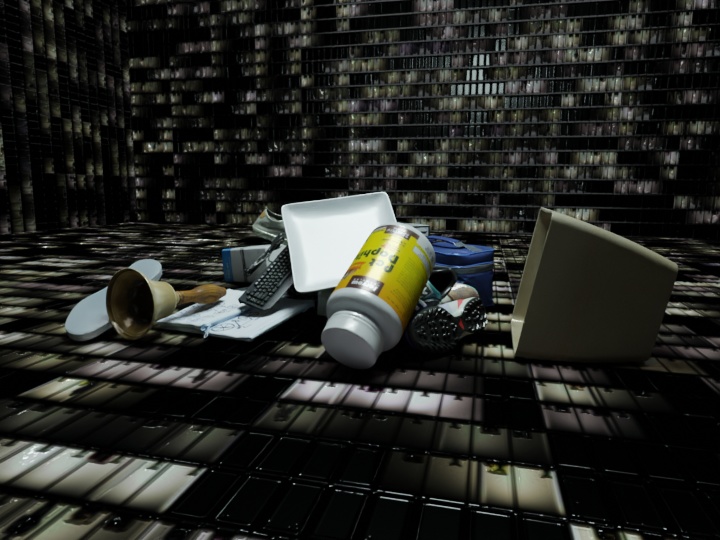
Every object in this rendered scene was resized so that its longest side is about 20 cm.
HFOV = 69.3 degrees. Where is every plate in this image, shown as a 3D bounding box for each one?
[{"bbox_3d":[-0.027,-0.047,0.898,0.197,0.032,0.201,-8,52,-10],"label":"plate"}]

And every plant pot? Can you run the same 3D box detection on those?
[{"bbox_3d":[0.333,0.028,0.761,0.175,0.202,0.200,14,12,13],"label":"plant pot"}]

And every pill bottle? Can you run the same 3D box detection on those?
[{"bbox_3d":[0.024,0.033,0.713,0.108,0.110,0.201,5,44,28],"label":"pill bottle"}]

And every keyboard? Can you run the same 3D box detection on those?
[{"bbox_3d":[-0.145,-0.015,0.923,0.126,0.021,0.200,12,51,37],"label":"keyboard"}]

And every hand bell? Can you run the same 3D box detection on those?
[{"bbox_3d":[-0.291,0.042,0.843,0.103,0.105,0.199,5,6,26],"label":"hand bell"}]

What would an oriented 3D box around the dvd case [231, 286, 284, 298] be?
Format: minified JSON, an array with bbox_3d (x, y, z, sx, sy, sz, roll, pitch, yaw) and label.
[{"bbox_3d":[-0.180,0.051,1.074,0.145,0.022,0.199,8,10,38],"label":"dvd case"}]

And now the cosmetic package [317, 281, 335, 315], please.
[{"bbox_3d":[0.000,0.000,0.939,0.149,0.052,0.201,9,42,-10],"label":"cosmetic package"}]

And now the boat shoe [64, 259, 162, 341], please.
[{"bbox_3d":[-0.394,0.059,0.851,0.073,0.069,0.200,12,35,6],"label":"boat shoe"}]

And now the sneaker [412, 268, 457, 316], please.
[{"bbox_3d":[0.073,0.042,0.817,0.199,0.072,0.080,-27,-10,-37],"label":"sneaker"}]

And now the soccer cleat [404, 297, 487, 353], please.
[{"bbox_3d":[0.118,0.084,0.787,0.073,0.069,0.199,-17,-4,40],"label":"soccer cleat"}]

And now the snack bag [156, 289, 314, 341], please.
[{"bbox_3d":[-0.204,0.070,0.878,0.198,0.022,0.188,5,16,28],"label":"snack bag"}]

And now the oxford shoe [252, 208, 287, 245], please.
[{"bbox_3d":[-0.114,-0.074,1.034,0.198,0.058,0.075,17,13,-8],"label":"oxford shoe"}]

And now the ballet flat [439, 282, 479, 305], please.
[{"bbox_3d":[0.117,0.059,0.956,0.198,0.069,0.067,0,27,34],"label":"ballet flat"}]

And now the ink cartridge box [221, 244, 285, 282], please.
[{"bbox_3d":[-0.218,-0.020,1.250,0.145,0.087,0.199,-8,7,-43],"label":"ink cartridge box"}]

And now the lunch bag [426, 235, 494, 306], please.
[{"bbox_3d":[0.176,-0.003,1.081,0.135,0.134,0.199,-6,12,-38],"label":"lunch bag"}]

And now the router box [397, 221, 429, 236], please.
[{"bbox_3d":[0.099,-0.041,1.265,0.050,0.151,0.200,-3,10,-22],"label":"router box"}]

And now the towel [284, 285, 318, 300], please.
[{"bbox_3d":[-0.070,0.010,1.057,0.164,0.086,0.200,14,17,-7],"label":"towel"}]
